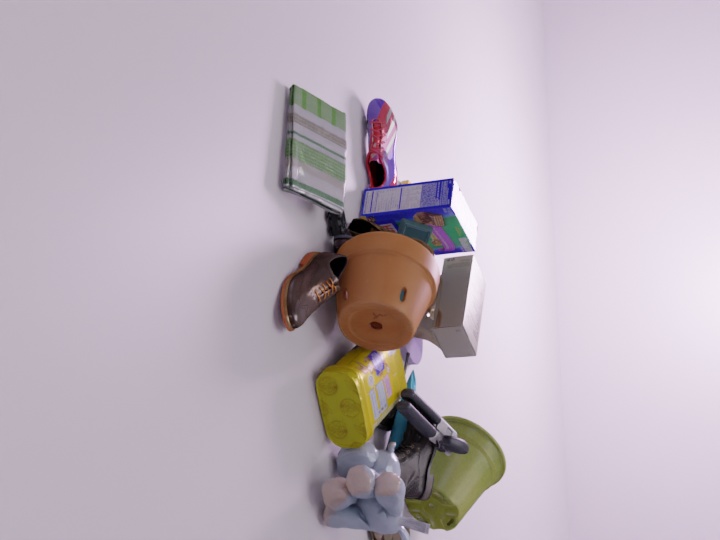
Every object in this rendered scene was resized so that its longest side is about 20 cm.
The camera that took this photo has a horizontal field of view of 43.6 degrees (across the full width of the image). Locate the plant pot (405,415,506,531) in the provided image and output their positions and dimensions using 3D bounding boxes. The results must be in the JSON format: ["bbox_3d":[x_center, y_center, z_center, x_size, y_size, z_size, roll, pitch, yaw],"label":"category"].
[{"bbox_3d":[0.188,0.450,1.941,0.184,0.199,0.201,-47,129,-45],"label":"plant pot"}]

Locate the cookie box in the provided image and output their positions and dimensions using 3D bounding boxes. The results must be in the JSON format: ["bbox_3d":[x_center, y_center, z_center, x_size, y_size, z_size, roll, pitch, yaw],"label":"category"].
[{"bbox_3d":[0.122,-0.102,1.861,0.171,0.199,0.076,53,40,-49],"label":"cookie box"}]

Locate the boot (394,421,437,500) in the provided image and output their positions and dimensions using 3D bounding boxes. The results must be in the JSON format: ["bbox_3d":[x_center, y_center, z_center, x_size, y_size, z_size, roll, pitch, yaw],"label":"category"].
[{"bbox_3d":[0.065,0.361,1.739,0.173,0.069,0.201,11,72,-38],"label":"boot"}]

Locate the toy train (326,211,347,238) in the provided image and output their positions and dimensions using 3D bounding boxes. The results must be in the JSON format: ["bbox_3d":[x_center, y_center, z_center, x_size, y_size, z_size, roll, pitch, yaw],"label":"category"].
[{"bbox_3d":[-0.051,-0.161,1.680,0.046,0.034,0.201,-28,111,-69],"label":"toy train"}]

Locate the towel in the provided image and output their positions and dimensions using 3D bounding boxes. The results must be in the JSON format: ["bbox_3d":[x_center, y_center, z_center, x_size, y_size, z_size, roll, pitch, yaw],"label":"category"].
[{"bbox_3d":[-0.080,-0.212,1.595,0.149,0.031,0.201,24,60,-47],"label":"towel"}]

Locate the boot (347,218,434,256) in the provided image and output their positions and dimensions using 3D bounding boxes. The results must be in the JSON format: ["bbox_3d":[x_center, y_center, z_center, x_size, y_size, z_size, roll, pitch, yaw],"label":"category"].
[{"bbox_3d":[0.053,-0.049,1.719,0.075,0.199,0.074,40,77,-47],"label":"boot"}]

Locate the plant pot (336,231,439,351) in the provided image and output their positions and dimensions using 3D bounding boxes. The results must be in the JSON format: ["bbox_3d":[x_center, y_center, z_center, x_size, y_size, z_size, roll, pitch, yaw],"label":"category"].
[{"bbox_3d":[0.037,0.050,1.621,0.141,0.199,0.201,-76,150,-42],"label":"plant pot"}]

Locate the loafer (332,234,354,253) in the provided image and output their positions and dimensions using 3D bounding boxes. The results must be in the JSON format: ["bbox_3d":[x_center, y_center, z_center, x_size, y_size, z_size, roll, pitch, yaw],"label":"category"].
[{"bbox_3d":[0.000,0.000,1.723,0.200,0.071,0.063,51,44,-57],"label":"loafer"}]

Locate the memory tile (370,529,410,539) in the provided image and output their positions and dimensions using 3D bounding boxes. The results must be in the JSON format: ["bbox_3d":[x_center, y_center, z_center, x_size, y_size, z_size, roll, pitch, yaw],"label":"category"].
[{"bbox_3d":[0.055,0.571,1.787,0.200,0.017,0.154,43,47,-58],"label":"memory tile"}]

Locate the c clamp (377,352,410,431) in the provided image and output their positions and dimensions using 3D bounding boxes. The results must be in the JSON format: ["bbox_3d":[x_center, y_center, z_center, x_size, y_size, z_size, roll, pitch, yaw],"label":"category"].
[{"bbox_3d":[0.048,0.240,1.839,0.200,0.027,0.172,27,67,-63],"label":"c clamp"}]

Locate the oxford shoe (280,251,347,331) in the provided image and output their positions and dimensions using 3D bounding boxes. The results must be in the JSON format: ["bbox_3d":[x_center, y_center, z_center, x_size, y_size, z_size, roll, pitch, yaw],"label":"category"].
[{"bbox_3d":[-0.078,0.028,1.524,0.200,0.072,0.072,-66,142,-49],"label":"oxford shoe"}]

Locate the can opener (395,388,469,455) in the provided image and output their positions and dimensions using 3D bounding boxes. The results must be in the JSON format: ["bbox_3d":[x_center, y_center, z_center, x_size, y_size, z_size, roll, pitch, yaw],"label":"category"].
[{"bbox_3d":[0.145,0.293,1.722,0.200,0.067,0.054,48,55,-39],"label":"can opener"}]

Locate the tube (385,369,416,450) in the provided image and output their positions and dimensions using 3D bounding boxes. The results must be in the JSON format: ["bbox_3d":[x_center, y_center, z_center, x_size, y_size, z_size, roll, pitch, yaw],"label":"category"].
[{"bbox_3d":[0.090,0.311,1.859,0.078,0.050,0.201,85,18,-61],"label":"tube"}]

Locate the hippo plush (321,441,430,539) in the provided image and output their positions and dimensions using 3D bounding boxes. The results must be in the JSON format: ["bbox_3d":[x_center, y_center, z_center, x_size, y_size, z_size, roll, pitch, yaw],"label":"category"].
[{"bbox_3d":[0.032,0.364,1.579,0.161,0.199,0.160,-83,-166,-52],"label":"hippo plush"}]

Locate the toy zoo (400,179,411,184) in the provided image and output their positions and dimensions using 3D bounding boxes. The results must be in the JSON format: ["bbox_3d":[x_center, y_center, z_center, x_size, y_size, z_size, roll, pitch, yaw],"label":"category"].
[{"bbox_3d":[0.120,-0.116,2.083,0.200,0.020,0.132,55,37,-50],"label":"toy zoo"}]

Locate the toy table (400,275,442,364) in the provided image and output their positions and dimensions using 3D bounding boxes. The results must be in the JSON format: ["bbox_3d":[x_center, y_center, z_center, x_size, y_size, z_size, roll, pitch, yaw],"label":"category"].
[{"bbox_3d":[0.146,0.107,1.978,0.184,0.116,0.201,-62,139,-52],"label":"toy table"}]

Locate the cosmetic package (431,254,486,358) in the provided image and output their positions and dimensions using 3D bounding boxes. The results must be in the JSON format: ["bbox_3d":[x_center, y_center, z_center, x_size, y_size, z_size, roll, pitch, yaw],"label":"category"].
[{"bbox_3d":[0.209,0.075,1.896,0.201,0.071,0.105,-74,148,-42],"label":"cosmetic package"}]

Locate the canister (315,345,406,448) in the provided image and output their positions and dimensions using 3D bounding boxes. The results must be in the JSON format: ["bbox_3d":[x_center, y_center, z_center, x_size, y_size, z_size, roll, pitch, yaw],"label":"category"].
[{"bbox_3d":[0.008,0.213,1.649,0.200,0.086,0.150,-36,117,-59],"label":"canister"}]

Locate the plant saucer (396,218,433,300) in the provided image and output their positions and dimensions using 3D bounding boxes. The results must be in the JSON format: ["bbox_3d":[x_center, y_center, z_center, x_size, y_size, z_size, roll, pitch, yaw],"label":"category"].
[{"bbox_3d":[0.085,-0.002,1.814,0.019,0.069,0.201,-118,-135,-72],"label":"plant saucer"}]

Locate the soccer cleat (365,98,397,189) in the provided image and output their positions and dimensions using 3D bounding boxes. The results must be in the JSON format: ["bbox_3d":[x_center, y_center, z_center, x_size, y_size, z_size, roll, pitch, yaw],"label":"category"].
[{"bbox_3d":[0.040,-0.260,1.881,0.076,0.066,0.202,-13,100,-62],"label":"soccer cleat"}]
